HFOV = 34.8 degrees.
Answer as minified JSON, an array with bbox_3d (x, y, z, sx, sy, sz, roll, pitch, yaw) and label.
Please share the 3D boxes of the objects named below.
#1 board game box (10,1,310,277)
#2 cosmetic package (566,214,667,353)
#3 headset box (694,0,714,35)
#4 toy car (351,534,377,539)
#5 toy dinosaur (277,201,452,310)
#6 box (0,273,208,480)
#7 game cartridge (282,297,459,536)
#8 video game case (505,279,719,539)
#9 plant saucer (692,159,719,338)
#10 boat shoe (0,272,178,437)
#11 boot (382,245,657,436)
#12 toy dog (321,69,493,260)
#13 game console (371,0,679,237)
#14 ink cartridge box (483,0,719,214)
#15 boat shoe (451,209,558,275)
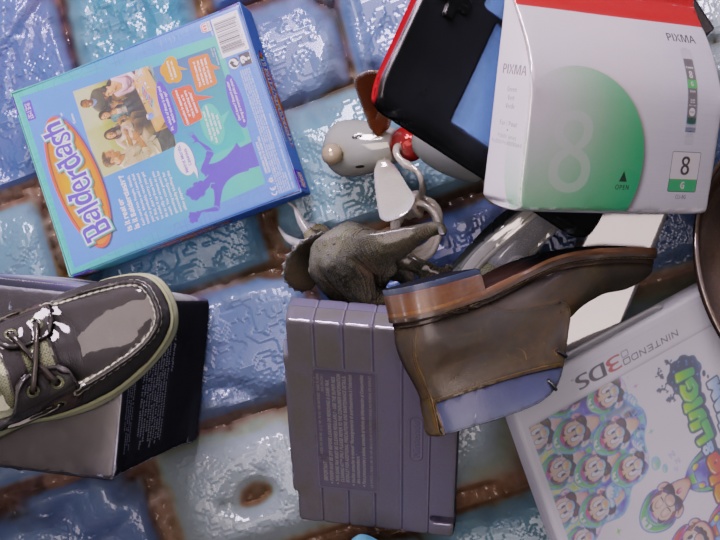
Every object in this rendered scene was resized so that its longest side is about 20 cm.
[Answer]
[{"bbox_3d":[-0.156,-0.099,0.897,0.197,0.045,0.155,-18,89,8],"label":"board game box"},{"bbox_3d":[0.169,0.020,0.838,0.050,0.083,0.203,22,95,4],"label":"cosmetic package"},{"bbox_3d":[0.137,-0.212,0.839,0.148,0.077,0.202,-32,89,7],"label":"headset box"},{"bbox_3d":[0.015,0.325,0.788,0.176,0.200,0.185,38,92,-21],"label":"toy car"},{"bbox_3d":[0.000,0.000,0.809,0.101,0.200,0.078,23,82,-15],"label":"toy dinosaur"},{"bbox_3d":[-0.233,0.067,0.835,0.196,0.198,0.126,6,89,7],"label":"box"},{"bbox_3d":[0.010,0.109,0.837,0.127,0.039,0.203,8,127,11],"label":"game cartridge"},{"bbox_3d":[0.205,0.135,0.807,0.180,0.024,0.203,-25,105,-16],"label":"video game case"},{"bbox_3d":[0.310,0.000,0.805,0.197,0.032,0.204,6,74,-20],"label":"plant saucer"},{"bbox_3d":[-0.206,0.062,0.698,0.198,0.066,0.073,-24,85,6],"label":"boat shoe"},{"bbox_3d":[0.112,0.040,0.750,0.197,0.075,0.099,-11,91,-19],"label":"boot"},{"bbox_3d":[0.044,-0.084,0.805,0.199,0.096,0.134,-29,84,40],"label":"toy dog"},{"bbox_3d":[0.114,-0.139,0.728,0.198,0.031,0.179,28,82,-31],"label":"game console"},{"bbox_3d":[0.161,-0.138,0.716,0.159,0.050,0.204,-1,104,-29],"label":"ink cartridge box"},{"bbox_3d":[0.092,0.020,0.855,0.065,0.074,0.202,41,100,-1],"label":"boat shoe"}]
